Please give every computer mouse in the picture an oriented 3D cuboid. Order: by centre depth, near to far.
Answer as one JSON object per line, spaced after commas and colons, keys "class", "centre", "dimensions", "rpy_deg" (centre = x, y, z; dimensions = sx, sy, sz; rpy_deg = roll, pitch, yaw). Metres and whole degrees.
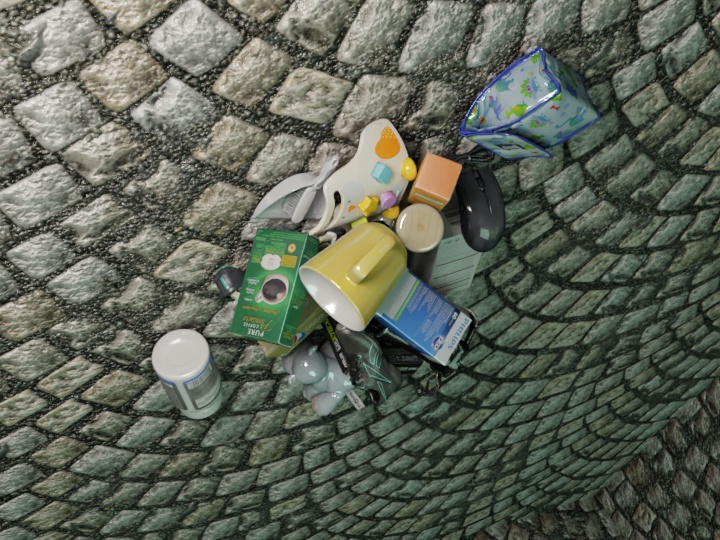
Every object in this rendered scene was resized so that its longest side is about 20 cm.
{"class": "computer mouse", "centre": [0.221, -0.130, 1.699], "dimensions": [0.138, 0.201, 0.053], "rpy_deg": [-20, -170, -21]}

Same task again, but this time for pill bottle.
{"class": "pill bottle", "centre": [-0.341, 0.213, 1.823], "dimensions": [0.113, 0.114, 0.200], "rpy_deg": [-21, 148, -11]}

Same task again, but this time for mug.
{"class": "mug", "centre": [0.010, 0.002, 1.534], "dimensions": [0.153, 0.186, 0.150], "rpy_deg": [-45, 122, -20]}

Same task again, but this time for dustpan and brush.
{"class": "dustpan and brush", "centre": [-0.089, -0.139, 1.566], "dimensions": [0.139, 0.057, 0.200], "rpy_deg": [-2, 139, -35]}

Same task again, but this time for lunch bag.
{"class": "lunch bag", "centre": [0.295, -0.276, 1.616], "dimensions": [0.200, 0.128, 0.170], "rpy_deg": [-31, 153, 30]}

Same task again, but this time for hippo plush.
{"class": "hippo plush", "centre": [-0.100, 0.233, 1.979], "dimensions": [0.160, 0.200, 0.160], "rpy_deg": [21, 103, -41]}

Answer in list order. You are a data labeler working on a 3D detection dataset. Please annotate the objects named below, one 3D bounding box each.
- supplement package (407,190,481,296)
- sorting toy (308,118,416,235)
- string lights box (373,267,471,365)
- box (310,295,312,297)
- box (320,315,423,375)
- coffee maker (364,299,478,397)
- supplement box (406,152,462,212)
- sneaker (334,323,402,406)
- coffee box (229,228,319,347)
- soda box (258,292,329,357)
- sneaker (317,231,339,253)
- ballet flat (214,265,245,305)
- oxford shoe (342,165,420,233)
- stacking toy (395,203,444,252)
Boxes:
{"class": "supplement package", "centre": [0.167, -0.052, 1.828], "dimensions": [0.117, 0.117, 0.200], "rpy_deg": [-17, 147, -21]}
{"class": "sorting toy", "centre": [-0.012, -0.130, 1.550], "dimensions": [0.180, 0.107, 0.200], "rpy_deg": [-29, 154, -38]}
{"class": "string lights box", "centre": [0.101, 0.078, 1.664], "dimensions": [0.200, 0.059, 0.103], "rpy_deg": [38, 78, -27]}
{"class": "box", "centre": [0.000, 0.000, 1.737], "dimensions": [0.200, 0.075, 0.100], "rpy_deg": [-40, 168, -49]}
{"class": "box", "centre": [0.014, 0.127, 1.895], "dimensions": [0.199, 0.194, 0.048], "rpy_deg": [4, 136, -41]}
{"class": "coffee maker", "centre": [0.106, 0.122, 1.769], "dimensions": [0.199, 0.193, 0.134], "rpy_deg": [27, 158, -28]}
{"class": "supplement box", "centre": [0.124, -0.147, 1.564], "dimensions": [0.200, 0.068, 0.067], "rpy_deg": [86, 25, -86]}
{"class": "sneaker", "centre": [0.010, 0.181, 1.744], "dimensions": [0.079, 0.075, 0.200], "rpy_deg": [-52, 122, -22]}
{"class": "coffee box", "centre": [-0.152, 0.029, 1.605], "dimensions": [0.122, 0.201, 0.044], "rpy_deg": [6, 168, 34]}
{"class": "soda box", "centre": [-0.125, 0.093, 1.843], "dimensions": [0.200, 0.068, 0.064], "rpy_deg": [-43, 154, 27]}
{"class": "sneaker", "centre": [-0.123, -0.020, 1.705], "dimensions": [0.199, 0.075, 0.077], "rpy_deg": [-26, 142, -28]}
{"class": "ballet flat", "centre": [-0.200, 0.048, 1.740], "dimensions": [0.073, 0.073, 0.200], "rpy_deg": [-40, 146, 19]}
{"class": "oxford shoe", "centre": [0.058, -0.118, 1.693], "dimensions": [0.200, 0.074, 0.071], "rpy_deg": [-37, 144, 12]}
{"class": "stacking toy", "centre": [0.100, -0.081, 1.662], "dimensions": [0.085, 0.086, 0.200], "rpy_deg": [-28, -175, 0]}
